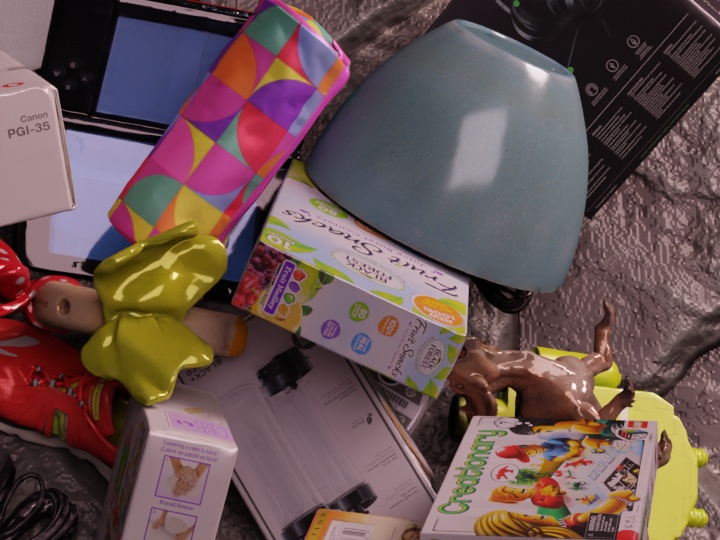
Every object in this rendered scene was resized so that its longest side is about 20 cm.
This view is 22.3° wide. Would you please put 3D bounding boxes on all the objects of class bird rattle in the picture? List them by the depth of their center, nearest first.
[{"bbox_3d":[-0.164,0.033,1.170,0.163,0.198,0.114,17,74,-55],"label":"bird rattle"}]

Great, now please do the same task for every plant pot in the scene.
[{"bbox_3d":[0.079,-0.092,1.263,0.198,0.200,0.136,23,105,-8],"label":"plant pot"}]

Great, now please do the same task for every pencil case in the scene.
[{"bbox_3d":[-0.086,-0.085,1.238,0.088,0.088,0.201,34,94,-3],"label":"pencil case"}]

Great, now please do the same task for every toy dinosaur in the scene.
[{"bbox_3d":[0.134,0.112,1.262,0.134,0.086,0.202,-24,101,14],"label":"toy dinosaur"}]

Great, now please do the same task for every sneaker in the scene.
[{"bbox_3d":[-0.181,0.083,1.213,0.199,0.085,0.078,28,64,-6],"label":"sneaker"}]

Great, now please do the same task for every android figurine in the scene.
[{"bbox_3d":[0.159,0.145,1.322,0.198,0.041,0.184,7,68,-12],"label":"android figurine"}]

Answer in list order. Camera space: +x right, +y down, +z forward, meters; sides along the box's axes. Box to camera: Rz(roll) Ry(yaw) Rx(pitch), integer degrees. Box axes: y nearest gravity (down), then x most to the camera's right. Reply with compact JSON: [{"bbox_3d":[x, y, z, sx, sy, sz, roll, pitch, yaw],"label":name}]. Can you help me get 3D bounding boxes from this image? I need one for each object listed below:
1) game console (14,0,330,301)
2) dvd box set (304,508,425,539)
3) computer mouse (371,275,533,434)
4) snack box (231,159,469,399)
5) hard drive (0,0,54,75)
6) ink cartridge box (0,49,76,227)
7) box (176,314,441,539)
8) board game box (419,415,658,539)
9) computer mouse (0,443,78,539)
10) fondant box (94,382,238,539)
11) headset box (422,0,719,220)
[{"bbox_3d":[-0.129,-0.088,1.279,0.198,0.173,0.119,9,42,-15],"label":"game console"},{"bbox_3d":[0.041,0.217,1.095,0.198,0.030,0.147,3,44,23],"label":"dvd box set"},{"bbox_3d":[0.037,0.053,1.312,0.109,0.044,0.201,31,69,12],"label":"computer mouse"},{"bbox_3d":[0.000,0.000,1.199,0.141,0.200,0.053,24,108,-3],"label":"snack box"},{"bbox_3d":[-0.258,-0.232,1.333,0.139,0.033,0.201,-22,79,-24],"label":"hard drive"},{"bbox_3d":[-0.277,-0.080,1.171,0.145,0.200,0.084,-14,109,-18],"label":"ink cartridge box"},{"bbox_3d":[-0.028,0.123,1.230,0.116,0.060,0.201,-34,76,3],"label":"box"},{"bbox_3d":[0.115,0.139,1.125,0.125,0.200,0.035,0,105,12],"label":"board game box"},{"bbox_3d":[-0.289,0.123,1.188,0.138,0.053,0.201,-33,94,-24],"label":"computer mouse"},{"bbox_3d":[-0.132,0.180,1.119,0.058,0.144,0.202,12,97,-12],"label":"fondant box"},{"bbox_3d":[0.158,-0.175,1.360,0.200,0.174,0.093,40,22,0],"label":"headset box"}]
